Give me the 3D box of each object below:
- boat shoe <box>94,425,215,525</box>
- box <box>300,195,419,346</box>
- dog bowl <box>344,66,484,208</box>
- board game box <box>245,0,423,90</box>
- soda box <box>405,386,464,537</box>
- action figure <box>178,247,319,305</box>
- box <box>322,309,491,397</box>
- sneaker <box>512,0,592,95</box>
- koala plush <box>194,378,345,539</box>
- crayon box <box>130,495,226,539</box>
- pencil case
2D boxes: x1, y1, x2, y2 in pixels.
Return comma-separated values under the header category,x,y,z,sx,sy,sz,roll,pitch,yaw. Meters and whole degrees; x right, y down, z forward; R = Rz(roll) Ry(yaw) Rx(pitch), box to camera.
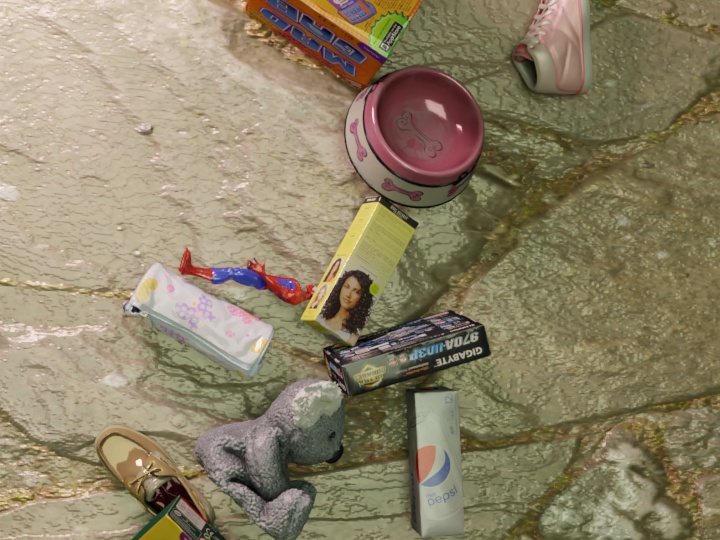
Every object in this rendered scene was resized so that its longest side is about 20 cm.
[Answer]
category,x,y,z,sx,sy,sz,roll,pitch,yaw
boat shoe,-0.272,0.283,1.470,0.200,0.066,0.074,41,82,-6
box,0.000,0.000,1.512,0.075,0.050,0.200,34,74,-24
dog bowl,0.082,-0.191,1.513,0.199,0.074,0.201,7,69,-18
board game box,-0.013,-0.396,1.470,0.199,0.200,0.200,33,83,-7
soda box,0.103,0.265,1.533,0.063,0.068,0.201,-2,89,-9
action figure,-0.144,0.010,1.499,0.199,0.065,0.052,18,87,-15
box,0.058,0.109,1.484,0.199,0.159,0.046,-16,98,-10
sneaker,0.269,-0.349,1.578,0.104,0.075,0.201,-7,93,-15
koala plush,-0.096,0.223,1.454,0.184,0.177,0.200,40,86,4
crayon box,-0.229,0.424,1.442,0.200,0.058,0.173,46,110,-5
pencil case,-0.214,0.069,1.474,0.200,0.091,0.083,29,106,-9
